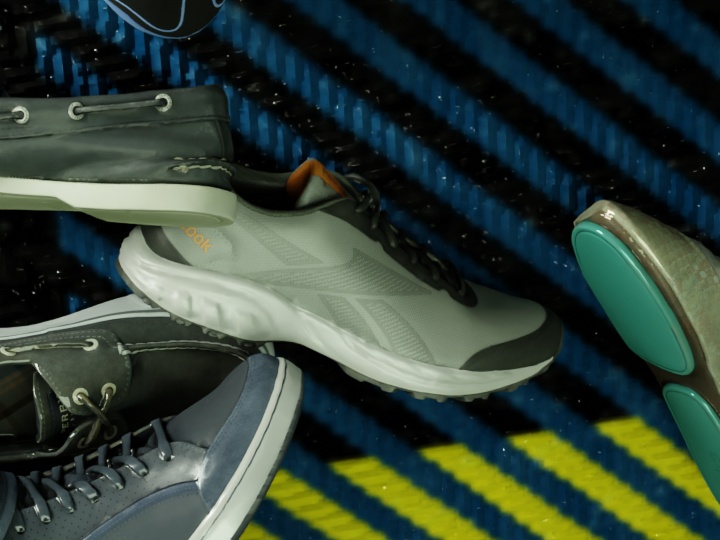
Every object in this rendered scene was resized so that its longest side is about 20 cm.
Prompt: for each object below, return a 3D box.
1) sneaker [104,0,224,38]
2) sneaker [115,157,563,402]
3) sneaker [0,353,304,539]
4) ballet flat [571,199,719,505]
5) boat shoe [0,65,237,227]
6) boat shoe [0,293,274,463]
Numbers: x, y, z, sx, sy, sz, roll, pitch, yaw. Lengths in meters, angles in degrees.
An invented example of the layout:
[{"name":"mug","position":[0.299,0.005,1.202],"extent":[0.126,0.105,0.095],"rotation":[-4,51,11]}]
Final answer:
[{"name":"sneaker","position":[-0.073,-0.145,1.108],"extent":[0.070,0.078,0.200],"rotation":[-33,148,-14]},{"name":"sneaker","position":[0.000,0.000,1.244],"extent":[0.200,0.074,0.079],"rotation":[17,108,-19]},{"name":"sneaker","position":[-0.130,0.085,1.196],"extent":[0.146,0.077,0.202],"rotation":[40,91,-14]},{"name":"ballet flat","position":[0.156,0.031,1.306],"extent":[0.062,0.067,0.200],"rotation":[-43,125,-19]},{"name":"boat shoe","position":[-0.147,-0.059,1.185],"extent":[0.199,0.075,0.066],"rotation":[5,84,9]},{"name":"boat shoe","position":[-0.134,0.055,1.255],"extent":[0.200,0.057,0.069],"rotation":[-5,118,-8]}]
